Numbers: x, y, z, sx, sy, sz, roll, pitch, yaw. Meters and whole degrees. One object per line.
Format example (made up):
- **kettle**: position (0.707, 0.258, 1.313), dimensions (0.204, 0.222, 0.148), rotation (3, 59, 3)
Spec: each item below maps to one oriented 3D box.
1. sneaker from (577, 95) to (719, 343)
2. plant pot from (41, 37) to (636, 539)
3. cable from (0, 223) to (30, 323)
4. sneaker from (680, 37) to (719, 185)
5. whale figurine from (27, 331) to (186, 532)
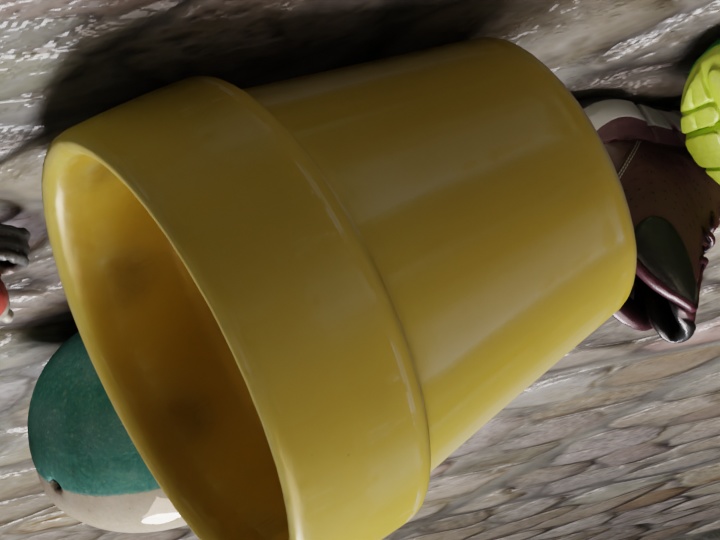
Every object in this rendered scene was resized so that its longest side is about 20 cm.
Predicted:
- **sneaker**: position (0.159, -0.021, 1.199), dimensions (0.200, 0.116, 0.076), rotation (-2, 162, -41)
- **plant pot**: position (0.000, 0.000, 0.985), dimensions (0.189, 0.201, 0.201), rotation (-26, 171, -20)
- **cable**: position (-0.198, 0.000, 1.038), dimensions (0.097, 0.050, 0.200), rotation (-17, 168, 5)
- **sneaker**: position (0.214, -0.071, 1.166), dimensions (0.074, 0.084, 0.200), rotation (1, 159, 35)
- **whale figurine**: position (-0.090, 0.059, 1.334), dimensions (0.200, 0.104, 0.159), rotation (-29, -151, -29)
